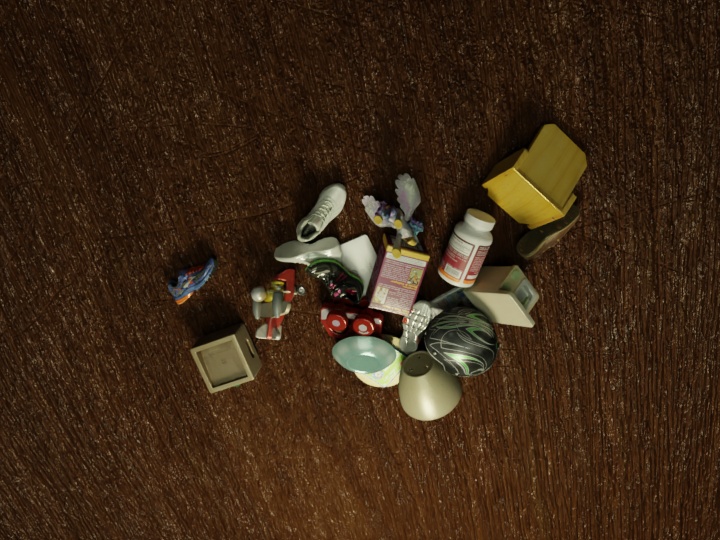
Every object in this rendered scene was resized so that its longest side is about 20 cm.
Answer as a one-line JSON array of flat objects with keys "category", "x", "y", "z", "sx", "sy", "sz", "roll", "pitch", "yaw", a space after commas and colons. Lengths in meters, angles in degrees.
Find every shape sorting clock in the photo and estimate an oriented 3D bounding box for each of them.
[{"category": "shape sorting clock", "x": 0.071, "y": 0.289, "z": 1.805, "sx": 0.197, "sy": 0.039, "sz": 0.203, "roll": 1, "pitch": 114, "yaw": 3}]

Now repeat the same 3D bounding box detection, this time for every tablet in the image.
[{"category": "tablet", "x": 0.000, "y": 0.000, "z": 1.680, "sx": 0.129, "sy": 0.014, "sz": 0.202, "roll": -21, "pitch": 113, "yaw": 13}]

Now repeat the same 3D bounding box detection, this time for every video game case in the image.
[{"category": "video game case", "x": 0.306, "y": 0.118, "z": 1.723, "sx": 0.198, "sy": 0.018, "sz": 0.144, "roll": -29, "pitch": 111, "yaw": 16}]

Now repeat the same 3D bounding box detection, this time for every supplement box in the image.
[{"category": "supplement box", "x": 0.105, "y": 0.013, "z": 1.623, "sx": 0.129, "sy": 0.103, "sz": 0.202, "roll": 14, "pitch": 112, "yaw": -10}]

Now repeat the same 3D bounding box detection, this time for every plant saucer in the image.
[{"category": "plant saucer", "x": 0.011, "y": 0.269, "z": 1.712, "sx": 0.198, "sy": 0.039, "sz": 0.202, "roll": 3, "pitch": 141, "yaw": 3}]

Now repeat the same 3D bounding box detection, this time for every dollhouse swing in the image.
[{"category": "dollhouse swing", "x": 0.473, "y": -0.258, "z": 1.521, "sx": 0.199, "sy": 0.177, "sz": 0.181, "roll": 36, "pitch": 154, "yaw": -15}]

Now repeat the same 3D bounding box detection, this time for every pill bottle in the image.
[{"category": "pill bottle", "x": 0.301, "y": -0.064, "z": 1.580, "sx": 0.111, "sy": 0.113, "sz": 0.202, "roll": 16, "pitch": 116, "yaw": -6}]

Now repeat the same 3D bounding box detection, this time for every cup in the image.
[{"category": "cup", "x": 0.195, "y": 0.329, "z": 1.717, "sx": 0.198, "sy": 0.201, "sz": 0.144, "roll": -18, "pitch": 126, "yaw": 11}]

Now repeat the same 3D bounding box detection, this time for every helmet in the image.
[{"category": "helmet", "x": 0.294, "y": 0.200, "z": 1.641, "sx": 0.198, "sy": 0.201, "sz": 0.191, "roll": -27, "pitch": 130, "yaw": 15}]

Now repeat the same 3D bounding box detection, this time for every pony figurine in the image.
[{"category": "pony figurine", "x": 0.098, "y": -0.142, "z": 1.527, "sx": 0.165, "sy": 0.200, "sz": 0.195, "roll": -28, "pitch": 97, "yaw": 22}]

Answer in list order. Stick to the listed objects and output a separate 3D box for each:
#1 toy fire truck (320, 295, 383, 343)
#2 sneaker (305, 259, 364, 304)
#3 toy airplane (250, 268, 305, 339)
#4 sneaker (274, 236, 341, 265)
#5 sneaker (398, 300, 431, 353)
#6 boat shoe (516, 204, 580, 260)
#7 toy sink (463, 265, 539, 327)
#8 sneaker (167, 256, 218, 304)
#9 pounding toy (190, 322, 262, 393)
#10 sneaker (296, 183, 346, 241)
[{"category": "toy fire truck", "x": -0.025, "y": 0.167, "z": 1.708, "sx": 0.197, "sy": 0.113, "sz": 0.170, "roll": 9, "pitch": 127, "yaw": 8}, {"category": "sneaker", "x": -0.069, "y": 0.033, "z": 1.622, "sx": 0.198, "sy": 0.085, "sz": 0.077, "roll": 27, "pitch": 132, "yaw": -26}, {"category": "toy airplane", "x": -0.262, "y": 0.103, "z": 1.638, "sx": 0.140, "sy": 0.200, "sz": 0.200, "roll": 32, "pitch": 116, "yaw": -24}, {"category": "sneaker", "x": -0.151, "y": -0.037, "z": 1.638, "sx": 0.197, "sy": 0.076, "sz": 0.089, "roll": -5, "pitch": 137, "yaw": 12}, {"category": "sneaker", "x": 0.170, "y": 0.159, "z": 1.716, "sx": 0.076, "sy": 0.082, "sz": 0.202, "roll": 28, "pitch": 127, "yaw": 12}, {"category": "boat shoe", "x": 0.529, "y": -0.105, "z": 1.583, "sx": 0.200, "sy": 0.072, "sz": 0.067, "roll": -41, "pitch": 142, "yaw": 11}, {"category": "toy sink", "x": 0.413, "y": 0.067, "z": 1.585, "sx": 0.131, "sy": 0.199, "sz": 0.112, "roll": 48, "pitch": 71, "yaw": -18}, {"category": "sneaker", "x": -0.502, "y": 0.021, "z": 1.679, "sx": 0.199, "sy": 0.076, "sz": 0.079, "roll": -39, "pitch": 106, "yaw": 17}, {"category": "pounding toy", "x": -0.421, "y": 0.291, "z": 1.789, "sx": 0.182, "sy": 0.142, "sz": 0.202, "roll": -19, "pitch": 104, "yaw": 11}, {"category": "sneaker", "x": -0.106, "y": -0.150, "z": 1.556, "sx": 0.078, "sy": 0.100, "sz": 0.201, "roll": 35, "pitch": 106, "yaw": -11}]
